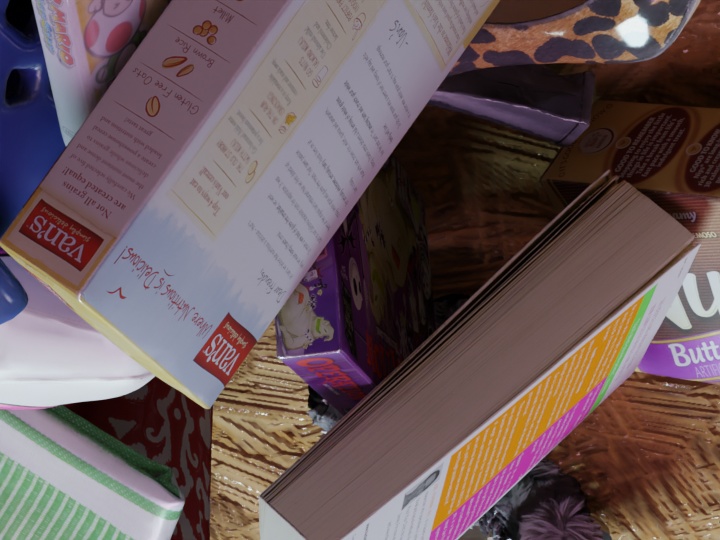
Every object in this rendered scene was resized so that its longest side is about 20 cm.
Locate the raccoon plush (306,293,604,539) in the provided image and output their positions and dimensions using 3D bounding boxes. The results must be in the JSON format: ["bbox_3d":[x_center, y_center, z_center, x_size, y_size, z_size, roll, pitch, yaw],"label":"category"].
[{"bbox_3d":[0.036,0.106,1.022,0.096,0.201,0.134,-20,151,-10],"label":"raccoon plush"}]

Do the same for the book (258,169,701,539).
[{"bbox_3d":[0.042,0.067,0.875,0.048,0.200,0.134,40,154,19],"label":"book"}]

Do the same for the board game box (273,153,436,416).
[{"bbox_3d":[0.000,0.000,0.879,0.032,0.121,0.200,-4,164,12],"label":"board game box"}]

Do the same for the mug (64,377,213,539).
[{"bbox_3d":[-0.124,0.122,1.029,0.133,0.201,0.178,9,142,-8],"label":"mug"}]

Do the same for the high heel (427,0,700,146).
[{"bbox_3d":[0.050,-0.123,0.810,0.142,0.072,0.200,16,142,-13],"label":"high heel"}]

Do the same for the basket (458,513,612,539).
[{"bbox_3d":[0.061,0.201,1.121,0.139,0.201,0.176,-21,136,27],"label":"basket"}]

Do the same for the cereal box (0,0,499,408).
[{"bbox_3d":[-0.024,-0.059,0.719,0.039,0.200,0.144,33,172,19],"label":"cereal box"}]

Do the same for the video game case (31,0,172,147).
[{"bbox_3d":[-0.032,-0.155,0.678,0.023,0.200,0.182,29,147,26],"label":"video game case"}]

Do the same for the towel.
[{"bbox_3d":[-0.170,0.132,0.915,0.152,0.023,0.201,30,112,3],"label":"towel"}]

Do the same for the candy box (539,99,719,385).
[{"bbox_3d":[0.181,-0.004,0.885,0.199,0.057,0.117,8,139,40],"label":"candy box"}]

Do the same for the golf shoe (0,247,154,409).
[{"bbox_3d":[-0.169,0.023,0.814,0.199,0.092,0.073,7,118,10],"label":"golf shoe"}]

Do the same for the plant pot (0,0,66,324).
[{"bbox_3d":[-0.185,-0.093,0.719,0.199,0.180,0.200,7,149,33],"label":"plant pot"}]
